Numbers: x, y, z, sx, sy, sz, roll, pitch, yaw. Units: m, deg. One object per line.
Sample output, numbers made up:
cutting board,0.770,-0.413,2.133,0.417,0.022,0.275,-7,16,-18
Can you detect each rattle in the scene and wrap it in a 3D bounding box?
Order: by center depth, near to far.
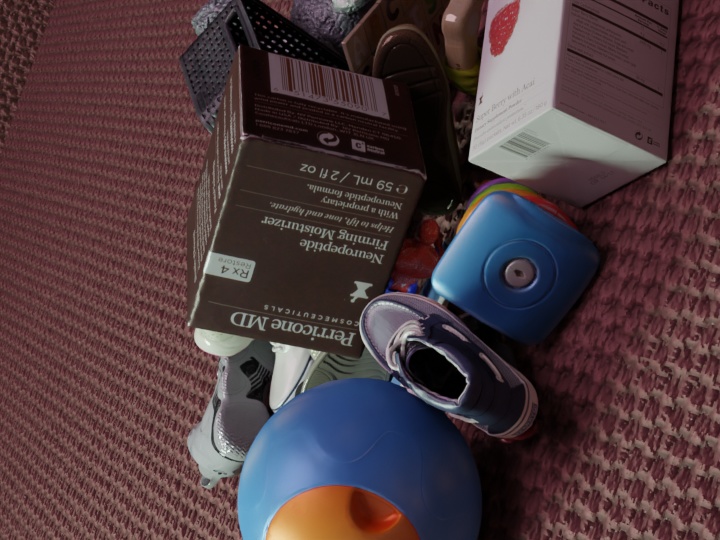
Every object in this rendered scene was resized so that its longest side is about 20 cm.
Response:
rattle,0.167,-0.244,1.560,0.142,0.131,0.200,1,37,42

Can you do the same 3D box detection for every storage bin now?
storage bin,-0.065,-0.161,1.650,0.094,0.199,0.136,-45,40,21

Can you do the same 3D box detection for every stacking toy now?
stacking toy,0.125,-0.036,1.456,0.110,0.116,0.200,-55,14,18

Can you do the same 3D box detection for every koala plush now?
koala plush,-0.040,-0.242,1.828,0.200,0.177,0.184,-41,69,-6

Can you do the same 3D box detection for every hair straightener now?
hair straightener,0.111,0.052,1.433,0.041,0.077,0.201,-18,36,12

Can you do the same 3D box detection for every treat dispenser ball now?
treat dispenser ball,-0.001,0.189,1.391,0.201,0.200,0.202,-45,34,42

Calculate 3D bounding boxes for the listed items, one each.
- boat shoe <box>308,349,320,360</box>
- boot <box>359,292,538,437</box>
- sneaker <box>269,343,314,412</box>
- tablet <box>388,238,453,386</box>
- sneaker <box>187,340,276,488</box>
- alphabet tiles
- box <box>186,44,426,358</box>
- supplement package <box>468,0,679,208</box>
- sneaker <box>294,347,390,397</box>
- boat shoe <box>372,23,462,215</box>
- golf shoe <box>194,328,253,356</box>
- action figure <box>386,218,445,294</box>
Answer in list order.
boat shoe,0.000,0.000,1.704,0.074,0.062,0.201,9,80,50
boot,0.050,0.062,1.359,0.200,0.090,0.073,30,93,44
sneaker,-0.072,0.052,1.802,0.073,0.070,0.201,-4,69,63
tablet,0.048,0.070,1.571,0.130,0.014,0.201,-102,35,-80
sneaker,-0.139,0.140,1.864,0.115,0.075,0.201,-52,23,46
alphabet tiles,0.052,-0.202,1.634,0.008,0.168,0.200,7,44,32
box,-0.053,-0.061,1.501,0.165,0.165,0.201,-99,24,-55
supplement package,0.177,-0.177,1.405,0.121,0.119,0.201,-31,44,54
sneaker,-0.028,0.107,1.632,0.107,0.074,0.201,-93,24,-57
boat shoe,0.056,-0.151,1.595,0.076,0.071,0.201,-71,-23,-48
golf shoe,-0.108,0.001,1.832,0.200,0.075,0.092,-52,-31,-30
action figure,0.037,-0.010,1.584,0.200,0.065,0.100,122,160,-58
